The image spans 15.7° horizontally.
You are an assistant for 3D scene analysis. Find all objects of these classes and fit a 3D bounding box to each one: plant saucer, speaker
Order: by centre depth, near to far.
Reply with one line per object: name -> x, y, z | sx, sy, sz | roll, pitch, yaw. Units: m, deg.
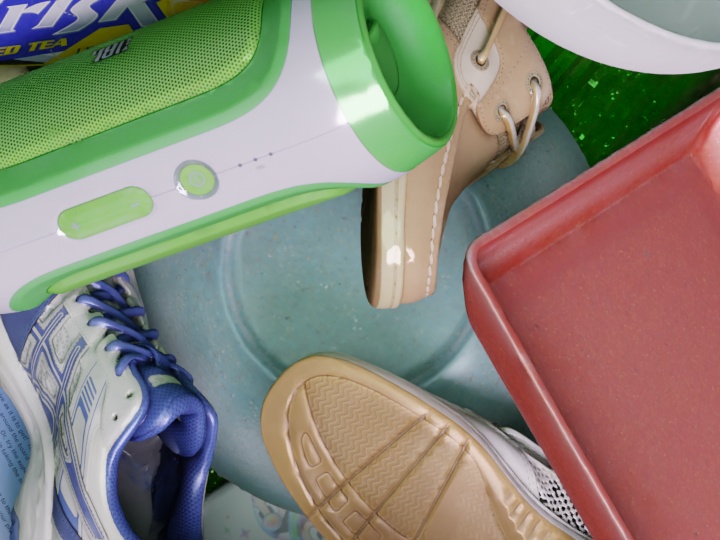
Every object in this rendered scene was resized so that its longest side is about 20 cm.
speaker -> -0.069, -0.047, 0.926 | 0.200, 0.088, 0.088 | -19, 92, 24
plant saucer -> 0.132, 0.049, 0.993 | 0.037, 0.200, 0.200 | -28, 92, 44
plant saucer -> 0.000, 0.000, 1.032 | 0.201, 0.039, 0.201 | 0, 86, 6

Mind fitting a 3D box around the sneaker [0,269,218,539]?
sneaker -> -0.090, 0.045, 0.996 | 0.088, 0.075, 0.200 | -25, 70, 40

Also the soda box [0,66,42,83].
soda box -> -0.211, -0.027, 1.040 | 0.200, 0.064, 0.068 | -37, 91, 4

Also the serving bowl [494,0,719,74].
serving bowl -> 0.086, -0.155, 0.985 | 0.200, 0.200, 0.066 | 51, 135, -1

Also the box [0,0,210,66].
box -> -0.087, -0.118, 0.954 | 0.200, 0.070, 0.064 | -3, 66, -12

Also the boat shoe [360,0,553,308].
boat shoe -> 0.042, -0.073, 0.988 | 0.065, 0.071, 0.200 | 13, 61, -1

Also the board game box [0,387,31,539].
board game box -> -0.131, 0.101, 1.024 | 0.103, 0.019, 0.200 | -26, 80, -29

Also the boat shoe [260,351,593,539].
boat shoe -> 0.047, 0.093, 0.997 | 0.200, 0.069, 0.071 | 38, 112, -11

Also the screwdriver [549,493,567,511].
screwdriver -> 0.055, 0.123, 1.036 | 0.029, 0.028, 0.200 | 29, 91, -28

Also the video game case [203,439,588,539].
video game case -> 0.018, 0.147, 1.061 | 0.200, 0.024, 0.182 | -33, 91, 4
